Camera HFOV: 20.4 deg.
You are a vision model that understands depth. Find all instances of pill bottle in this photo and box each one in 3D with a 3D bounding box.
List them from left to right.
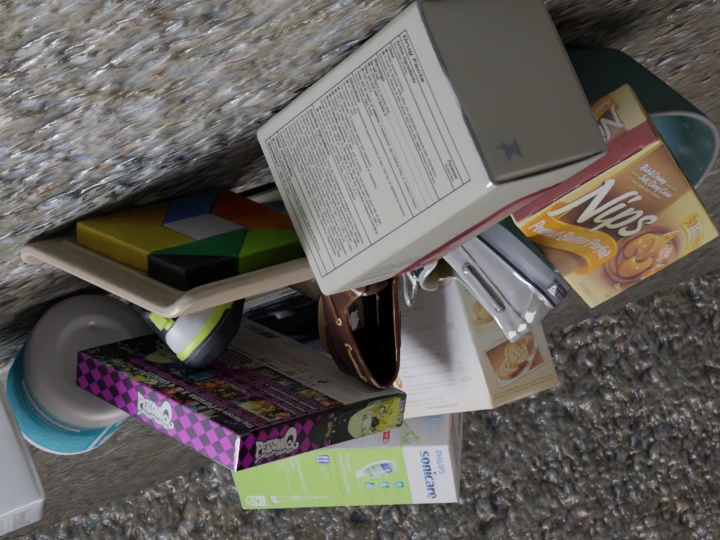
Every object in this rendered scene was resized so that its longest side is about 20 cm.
[{"bbox_3d":[-0.247,0.096,1.729,0.110,0.111,0.200,-19,171,-23],"label":"pill bottle"}]

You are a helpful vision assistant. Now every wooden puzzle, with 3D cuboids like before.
[{"bbox_3d":[-0.113,-0.019,1.408,0.185,0.037,0.200,-16,-159,-40],"label":"wooden puzzle"}]

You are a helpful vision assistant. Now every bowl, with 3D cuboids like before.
[{"bbox_3d":[0.163,-0.096,1.533,0.200,0.105,0.201,-21,154,-11],"label":"bowl"}]

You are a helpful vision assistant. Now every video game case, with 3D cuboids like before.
[{"bbox_3d":[-0.095,0.094,1.588,0.200,0.036,0.181,22,-157,40],"label":"video game case"}]

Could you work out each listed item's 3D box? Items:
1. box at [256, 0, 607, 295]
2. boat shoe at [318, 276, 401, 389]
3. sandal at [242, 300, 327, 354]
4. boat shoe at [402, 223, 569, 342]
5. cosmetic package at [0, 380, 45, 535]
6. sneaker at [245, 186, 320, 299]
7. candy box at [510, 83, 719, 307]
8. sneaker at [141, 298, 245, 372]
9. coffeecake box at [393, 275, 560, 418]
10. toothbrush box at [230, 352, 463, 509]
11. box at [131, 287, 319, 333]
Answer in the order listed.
[{"bbox_3d":[0.043,-0.084,1.307,0.109,0.128,0.200,-16,170,-39],"label":"box"},{"bbox_3d":[0.000,0.000,1.539,0.070,0.201,0.070,-24,-143,-18],"label":"boat shoe"},{"bbox_3d":[-0.080,0.058,1.794,0.199,0.076,0.043,-21,132,-8],"label":"sandal"},{"bbox_3d":[0.054,-0.014,1.445,0.086,0.202,0.075,-49,152,0],"label":"boat shoe"},{"bbox_3d":[-0.363,0.146,1.543,0.199,0.166,0.165,-21,173,-13],"label":"cosmetic package"},{"bbox_3d":[-0.056,-0.018,1.582,0.200,0.090,0.067,-19,173,-24],"label":"sneaker"},{"bbox_3d":[0.180,-0.049,1.454,0.115,0.055,0.200,-31,152,10],"label":"candy box"},{"bbox_3d":[-0.137,0.009,1.610,0.072,0.083,0.200,-49,-166,12],"label":"sneaker"},{"bbox_3d":[0.070,0.014,1.665,0.073,0.201,0.153,-18,-178,-27],"label":"coffeecake box"},{"bbox_3d":[-0.011,0.130,1.801,0.199,0.146,0.086,-2,136,8],"label":"toothbrush box"},{"bbox_3d":[-0.107,0.017,1.820,0.199,0.048,0.158,-19,170,-24],"label":"box"}]
